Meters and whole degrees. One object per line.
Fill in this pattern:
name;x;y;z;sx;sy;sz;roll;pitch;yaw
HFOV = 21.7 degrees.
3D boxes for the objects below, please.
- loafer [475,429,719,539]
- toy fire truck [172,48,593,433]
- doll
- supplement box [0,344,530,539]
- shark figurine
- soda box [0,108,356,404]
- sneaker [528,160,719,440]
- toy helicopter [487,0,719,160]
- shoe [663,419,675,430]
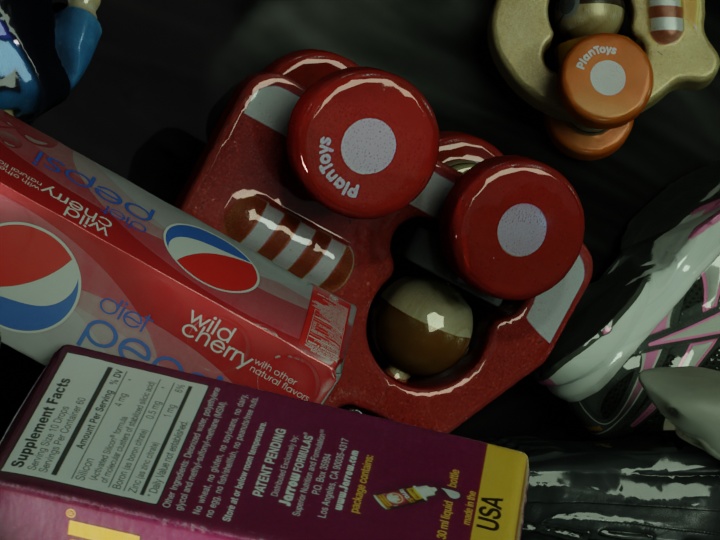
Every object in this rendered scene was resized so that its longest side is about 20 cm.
loafer;0.099;0.116;0.904;0.200;0.068;0.070;-1;95;-11
toy fire truck;0.000;0.000;0.877;0.200;0.112;0.168;29;93;-20
doll;-0.177;-0.122;0.826;0.136;0.048;0.200;-18;95;-31
supplement box;-0.044;0.127;0.747;0.200;0.131;0.103;12;29;4
shark figurine;0.250;0.059;0.902;0.214;0.090;0.128;-13;52;-41
soda box;-0.105;0.007;0.791;0.200;0.070;0.063;29;24;-8
sneaker;0.172;0.016;0.981;0.200;0.080;0.086;-41;109;-18
toy helicopter;0.154;-0.157;0.968;0.200;0.079;0.132;-31;80;-6
shoe;0.211;0.086;0.991;0.200;0.053;0.070;-28;95;-29
